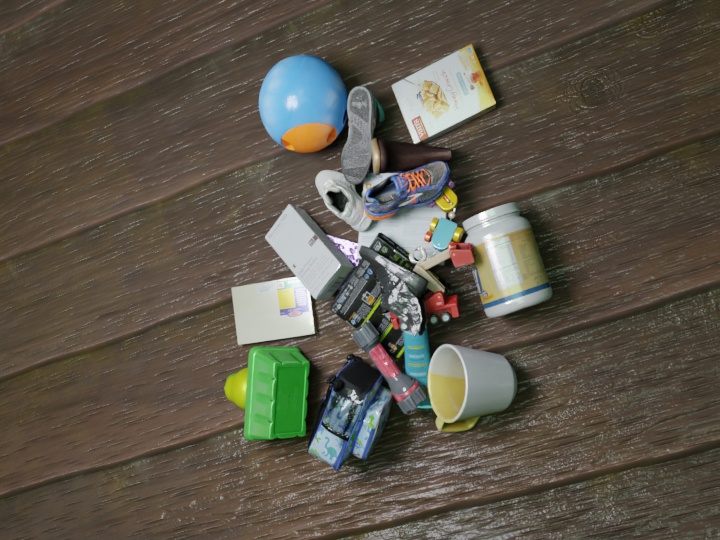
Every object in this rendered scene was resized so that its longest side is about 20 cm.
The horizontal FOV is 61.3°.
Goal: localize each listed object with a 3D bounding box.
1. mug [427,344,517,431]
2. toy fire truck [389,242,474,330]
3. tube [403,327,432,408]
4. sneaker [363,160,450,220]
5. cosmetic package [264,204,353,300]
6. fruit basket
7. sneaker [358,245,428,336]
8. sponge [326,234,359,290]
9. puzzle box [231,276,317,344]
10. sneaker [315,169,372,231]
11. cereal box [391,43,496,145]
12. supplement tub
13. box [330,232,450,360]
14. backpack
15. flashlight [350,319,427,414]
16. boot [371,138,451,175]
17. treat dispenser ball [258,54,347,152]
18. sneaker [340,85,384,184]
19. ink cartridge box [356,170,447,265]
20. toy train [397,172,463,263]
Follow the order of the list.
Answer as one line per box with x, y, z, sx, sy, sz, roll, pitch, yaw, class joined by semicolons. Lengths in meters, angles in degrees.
0.229;0.237;1.255;0.149;0.187;0.154;4;64;-24;mug
0.142;0.033;1.226;0.194;0.049;0.145;-12;107;14;toy fire truck
0.125;0.209;1.300;0.075;0.051;0.206;0;115;17;tube
0.093;-0.166;1.236;0.196;0.078;0.077;-27;71;6;sneaker
-0.115;-0.041;1.353;0.200;0.074;0.102;46;105;22;cosmetic package
-0.211;0.274;1.373;0.213;0.152;0.224;-10;78;55;fruit basket
0.059;0.037;1.201;0.197;0.060;0.107;30;97;27;sneaker
0.000;0.000;1.369;0.194;0.030;0.115;16;91;13;sponge
-0.201;0.093;1.415;0.193;0.025;0.138;-8;86;13;puzzle box
-0.051;-0.170;1.328;0.079;0.098;0.200;-55;49;12;sneaker
0.182;-0.382;1.336;0.195;0.039;0.148;-24;82;11;cereal box
0.295;-0.020;1.243;0.141;0.144;0.206;-19;83;11;supplement tub
0.061;0.057;1.301;0.191;0.048;0.202;34;110;-3;box
-0.021;0.314;1.286;0.144;0.183;0.204;28;106;9;backpack
0.059;0.198;1.270;0.067;0.068;0.202;-36;88;20;flashlight
0.108;-0.243;1.268;0.161;0.200;0.075;-4;98;10;boot
-0.123;-0.362;1.325;0.194;0.201;0.208;-1;88;13;treat dispenser ball
0.003;-0.300;1.341;0.081;0.121;0.207;10;108;11;sneaker
0.094;-0.116;1.337;0.193;0.041;0.207;3;76;11;ink cartridge box
0.140;-0.114;1.282;0.146;0.056;0.206;-16;73;12;toy train
